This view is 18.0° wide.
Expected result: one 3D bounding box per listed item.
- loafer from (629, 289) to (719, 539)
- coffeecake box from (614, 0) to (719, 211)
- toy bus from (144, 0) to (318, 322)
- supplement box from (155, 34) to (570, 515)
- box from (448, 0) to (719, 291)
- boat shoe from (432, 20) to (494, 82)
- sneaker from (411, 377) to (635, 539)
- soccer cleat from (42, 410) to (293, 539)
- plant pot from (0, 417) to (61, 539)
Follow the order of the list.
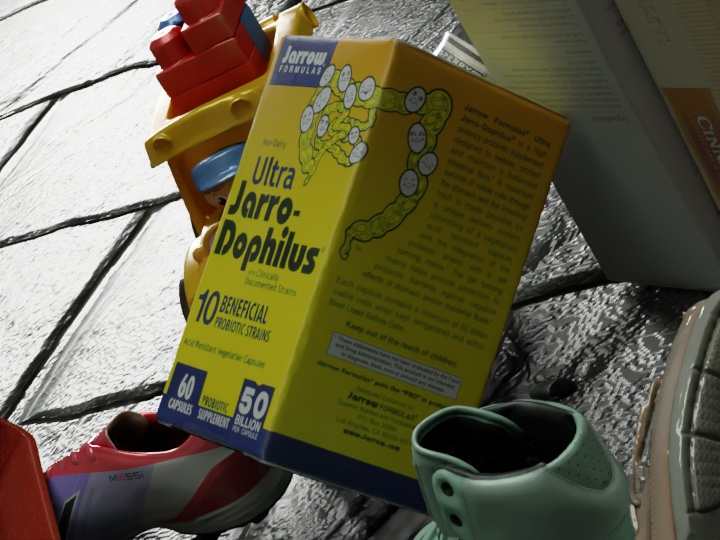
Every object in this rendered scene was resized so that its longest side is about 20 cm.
[{"bbox_3d":[0.120,0.104,0.829,0.063,0.072,0.201,-24,53,44],"label":"loafer"},{"bbox_3d":[0.225,-0.133,1.052,0.200,0.154,0.073,-42,26,-26],"label":"coffeecake box"},{"bbox_3d":[-0.062,-0.070,1.294,0.135,0.192,0.200,-22,27,17],"label":"toy bus"},{"bbox_3d":[0.000,0.000,1.078,0.109,0.109,0.201,11,82,57],"label":"supplement box"},{"bbox_3d":[0.144,-0.106,1.102,0.124,0.200,0.097,-43,26,-25],"label":"box"},{"bbox_3d":[0.097,-0.109,1.209,0.072,0.200,0.068,37,97,24],"label":"boat shoe"},{"bbox_3d":[0.036,0.103,0.939,0.200,0.118,0.074,-14,32,38],"label":"sneaker"},{"bbox_3d":[-0.131,0.109,1.180,0.199,0.073,0.068,-18,29,30],"label":"soccer cleat"},{"bbox_3d":[-0.277,0.156,1.110,0.177,0.199,0.200,-61,22,11],"label":"plant pot"}]
